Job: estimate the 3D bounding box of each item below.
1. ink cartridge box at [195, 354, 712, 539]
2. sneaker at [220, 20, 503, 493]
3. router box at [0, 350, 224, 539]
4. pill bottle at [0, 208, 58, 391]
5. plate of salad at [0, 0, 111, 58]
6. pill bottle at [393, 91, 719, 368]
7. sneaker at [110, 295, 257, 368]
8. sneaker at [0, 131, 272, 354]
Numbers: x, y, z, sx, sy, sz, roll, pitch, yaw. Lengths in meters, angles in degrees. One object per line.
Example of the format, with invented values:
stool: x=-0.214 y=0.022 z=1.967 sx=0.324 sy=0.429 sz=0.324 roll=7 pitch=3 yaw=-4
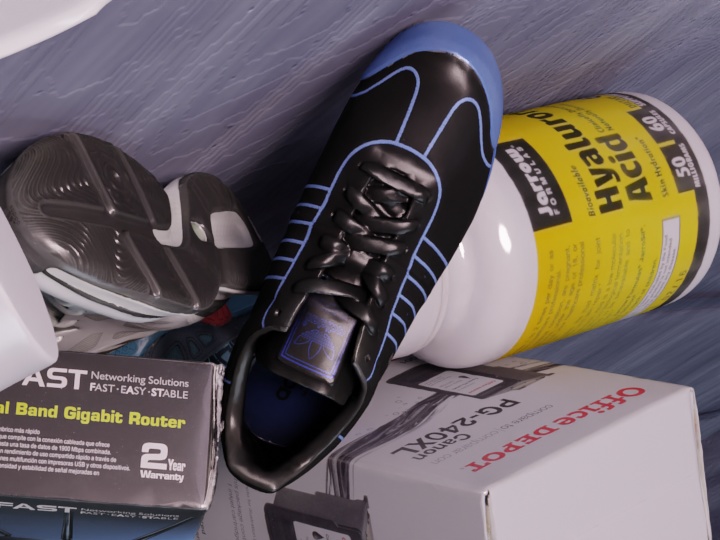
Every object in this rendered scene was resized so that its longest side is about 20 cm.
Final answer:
ink cartridge box: x=0.036 y=0.096 z=0.894 sx=0.200 sy=0.084 sz=0.145 roll=7 pitch=-160 yaw=45
sneaker: x=0.000 y=0.000 z=0.789 sx=0.078 sy=0.070 sz=0.200 roll=-71 pitch=-176 yaw=-68
router box: x=-0.162 y=0.079 z=0.810 sx=0.200 sy=0.062 sz=0.150 roll=5 pitch=159 yaw=-8
pill bottle: x=-0.204 y=0.035 z=0.631 sx=0.200 sy=0.112 sz=0.111 roll=-25 pitch=167 yaw=0
plate of salad: x=-0.080 y=-0.102 z=0.484 sx=0.200 sy=0.048 sz=0.200 roll=-31 pitch=175 yaw=-3
pill bottle: x=0.067 y=-0.016 z=0.931 sx=0.200 sy=0.111 sz=0.111 roll=-16 pitch=163 yaw=-38
sneaker: x=-0.062 y=0.058 z=1.009 sx=0.079 sy=0.096 sz=0.200 roll=-33 pitch=165 yaw=30
sneaker: x=-0.117 y=0.011 z=0.776 sx=0.115 sy=0.076 sz=0.200 roll=-31 pitch=168 yaw=14
